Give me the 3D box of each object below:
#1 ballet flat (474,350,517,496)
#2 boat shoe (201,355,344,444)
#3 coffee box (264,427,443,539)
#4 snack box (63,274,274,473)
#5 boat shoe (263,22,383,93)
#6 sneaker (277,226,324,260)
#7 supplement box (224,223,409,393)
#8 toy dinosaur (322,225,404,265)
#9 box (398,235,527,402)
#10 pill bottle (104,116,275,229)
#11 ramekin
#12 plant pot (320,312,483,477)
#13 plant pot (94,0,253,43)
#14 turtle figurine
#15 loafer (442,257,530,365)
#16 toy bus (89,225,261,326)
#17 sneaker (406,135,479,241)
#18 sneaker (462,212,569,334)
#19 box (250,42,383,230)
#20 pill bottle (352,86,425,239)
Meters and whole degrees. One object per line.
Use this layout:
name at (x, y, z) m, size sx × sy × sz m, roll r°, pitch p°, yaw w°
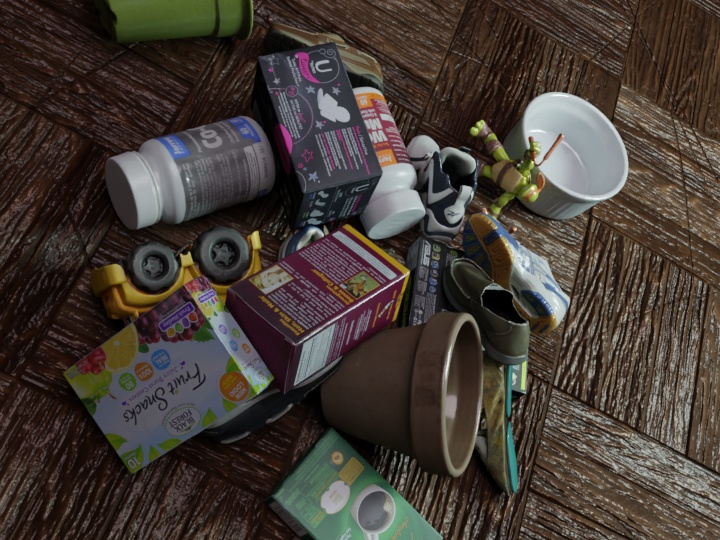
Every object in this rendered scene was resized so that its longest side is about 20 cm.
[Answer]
ballet flat at (0.177, 0.204, 1.195) m, size 0.070 × 0.071 × 0.201 m, roll -7°, pitch 97°, yaw -27°
boat shoe at (-0.105, 0.143, 1.069) m, size 0.199 × 0.060 × 0.076 m, roll -24°, pitch 43°, yaw 0°
coffee box at (-0.008, 0.307, 1.084) m, size 0.200 × 0.044 × 0.123 m, roll 43°, pitch 57°, yaw 1°
snack box at (-0.216, 0.118, 0.985) m, size 0.142 × 0.200 × 0.053 m, roll 55°, pitch 22°, yaw -2°
boat shoe at (-0.054, -0.327, 1.363) m, size 0.199 × 0.076 × 0.074 m, roll 24°, pitch 53°, yaw -22°
sneaker at (-0.075, 0.034, 1.168) m, size 0.075 × 0.077 × 0.201 m, roll 4°, pitch 66°, yaw -24°
supplement box at (-0.051, 0.040, 1.033) m, size 0.110 × 0.086 × 0.200 m, roll 37°, pitch 46°, yaw 25°
toy dinosaur at (0.000, 0.000, 1.209) m, size 0.200 × 0.047 × 0.089 m, roll 15°, pitch 65°, yaw -59°
box at (0.152, 0.068, 1.274) m, size 0.192 × 0.048 × 0.201 m, roll 19°, pitch 59°, yaw -18°
pill bottle at (-0.222, -0.127, 1.157) m, size 0.199 × 0.114 × 0.114 m, roll -22°, pitch 76°, yaw -32°
ramekin at (0.326, -0.182, 1.444) m, size 0.200 × 0.098 × 0.201 m, roll 11°, pitch 62°, yaw -21°
plant pot at (0.048, 0.147, 1.097) m, size 0.174 × 0.200 × 0.201 m, roll 3°, pitch 57°, yaw 19°
plant pot at (-0.276, -0.402, 1.243) m, size 0.189 × 0.200 × 0.201 m, roll -20°, pitch 75°, yaw -17°
turtle figurine at (0.227, -0.159, 1.358) m, size 0.064 × 0.200 × 0.161 m, roll -13°, pitch 50°, yaw -43°
loafer at (0.177, 0.041, 1.197) m, size 0.075 × 0.070 × 0.200 m, roll -2°, pitch 38°, yaw -26°
toy bus at (-0.209, 0.056, 1.078) m, size 0.199 × 0.136 × 0.193 m, roll -13°, pitch 88°, yaw -28°
sneaker at (0.126, -0.156, 1.307) m, size 0.079 × 0.130 × 0.200 m, roll 13°, pitch 48°, yaw -17°
sneaker at (0.226, -0.003, 1.286) m, size 0.088 × 0.075 × 0.200 m, roll -33°, pitch 88°, yaw -46°
box at (-0.062, -0.176, 1.176) m, size 0.114 × 0.132 × 0.201 m, roll -14°, pitch 74°, yaw -16°
pill bottle at (0.017, -0.155, 1.282) m, size 0.109 × 0.110 × 0.201 m, roll -12°, pitch 71°, yaw -29°
